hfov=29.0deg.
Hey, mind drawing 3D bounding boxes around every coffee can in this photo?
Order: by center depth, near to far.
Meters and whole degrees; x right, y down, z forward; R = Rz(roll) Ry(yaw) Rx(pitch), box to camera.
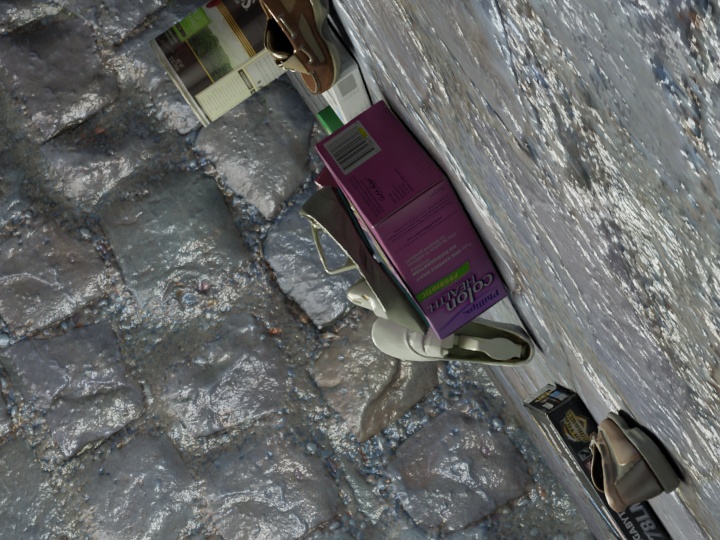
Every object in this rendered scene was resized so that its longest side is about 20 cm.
[{"bbox_3d":[-0.179,-0.320,1.987,0.147,0.199,0.146,56,179,1],"label":"coffee can"}]

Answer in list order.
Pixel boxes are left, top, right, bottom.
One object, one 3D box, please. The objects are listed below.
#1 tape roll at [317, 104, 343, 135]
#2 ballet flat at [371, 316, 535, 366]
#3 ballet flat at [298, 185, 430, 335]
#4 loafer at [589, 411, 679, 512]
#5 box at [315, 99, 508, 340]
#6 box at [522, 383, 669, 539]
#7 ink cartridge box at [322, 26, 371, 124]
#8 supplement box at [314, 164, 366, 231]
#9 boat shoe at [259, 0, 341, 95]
[{"bbox_3d":[0.006,-0.171,2.154,0.202,0.048,0.200,57,179,1],"label":"tape roll"},{"bbox_3d":[0.114,0.079,1.620,0.069,0.198,0.070,-172,90,-75],"label":"ballet flat"},{"bbox_3d":[0.000,0.000,1.532,0.201,0.063,0.067,56,179,12],"label":"ballet flat"},{"bbox_3d":[0.228,0.173,1.242,0.072,0.063,0.200,56,179,1],"label":"loafer"},{"bbox_3d":[0.057,-0.057,1.562,0.201,0.096,0.176,56,180,-42],"label":"box"},{"bbox_3d":[0.275,0.233,1.649,0.201,0.049,0.199,56,180,0],"label":"box"},{"bbox_3d":[-0.055,-0.275,1.709,0.177,0.045,0.200,56,179,13],"label":"ink cartridge box"},{"bbox_3d":[0.011,-0.108,1.838,0.110,0.086,0.200,36,178,3],"label":"supplement box"},{"bbox_3d":[-0.072,-0.254,1.509,0.076,0.072,0.201,48,167,28],"label":"boat shoe"}]
